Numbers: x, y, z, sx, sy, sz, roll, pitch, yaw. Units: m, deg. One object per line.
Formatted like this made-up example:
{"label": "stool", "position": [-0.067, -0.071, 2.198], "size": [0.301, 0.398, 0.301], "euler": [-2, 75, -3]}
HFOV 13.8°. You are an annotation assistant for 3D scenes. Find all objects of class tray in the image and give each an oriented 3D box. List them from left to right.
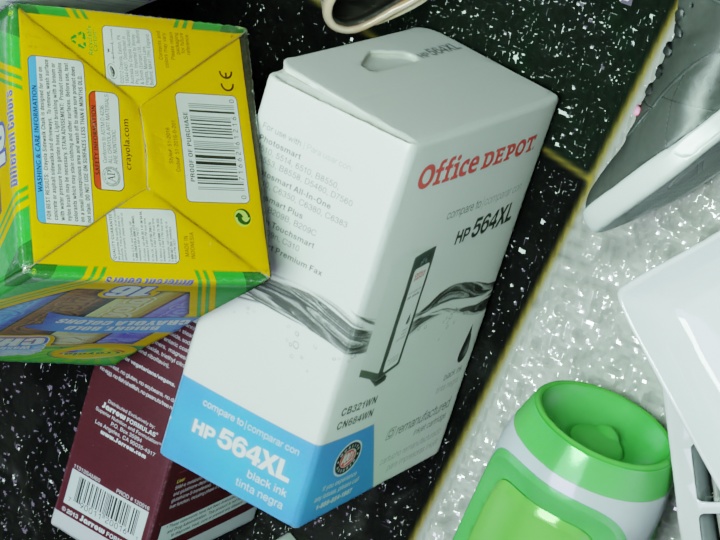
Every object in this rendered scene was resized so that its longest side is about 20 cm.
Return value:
{"label": "tray", "position": [0.204, 0.072, 1.316], "size": [0.107, 0.022, 0.200], "euler": [-31, 85, 32]}

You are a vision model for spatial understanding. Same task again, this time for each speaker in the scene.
{"label": "speaker", "position": [0.079, 0.154, 1.424], "size": [0.088, 0.088, 0.200], "euler": [33, 116, 20]}

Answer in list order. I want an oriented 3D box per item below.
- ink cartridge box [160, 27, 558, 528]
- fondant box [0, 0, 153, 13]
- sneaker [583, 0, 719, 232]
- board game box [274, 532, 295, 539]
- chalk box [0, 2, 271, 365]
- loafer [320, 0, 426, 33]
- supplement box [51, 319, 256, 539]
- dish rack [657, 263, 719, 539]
{"label": "ink cartridge box", "position": [0.000, 0.000, 1.395], "size": [0.084, 0.146, 0.201], "euler": [28, 115, 23]}
{"label": "fondant box", "position": [-0.186, -0.125, 1.340], "size": [0.199, 0.144, 0.058], "euler": [-22, 86, 15]}
{"label": "sneaker", "position": [0.153, -0.109, 1.327], "size": [0.200, 0.071, 0.099], "euler": [-45, 76, 25]}
{"label": "board game box", "position": [-0.028, 0.241, 1.469], "size": [0.047, 0.151, 0.200], "euler": [-41, 81, 31]}
{"label": "chalk box", "position": [-0.146, -0.029, 1.360], "size": [0.200, 0.123, 0.125], "euler": [-27, 65, 53]}
{"label": "loafer", "position": [0.060, -0.168, 1.356], "size": [0.200, 0.063, 0.072], "euler": [-31, 116, 34]}
{"label": "supplement box", "position": [-0.078, 0.040, 1.474], "size": [0.061, 0.109, 0.201], "euler": [28, 114, 24]}
{"label": "dish rack", "position": [0.236, 0.070, 1.334], "size": [0.199, 0.044, 0.172], "euler": [-2, 100, 31]}
